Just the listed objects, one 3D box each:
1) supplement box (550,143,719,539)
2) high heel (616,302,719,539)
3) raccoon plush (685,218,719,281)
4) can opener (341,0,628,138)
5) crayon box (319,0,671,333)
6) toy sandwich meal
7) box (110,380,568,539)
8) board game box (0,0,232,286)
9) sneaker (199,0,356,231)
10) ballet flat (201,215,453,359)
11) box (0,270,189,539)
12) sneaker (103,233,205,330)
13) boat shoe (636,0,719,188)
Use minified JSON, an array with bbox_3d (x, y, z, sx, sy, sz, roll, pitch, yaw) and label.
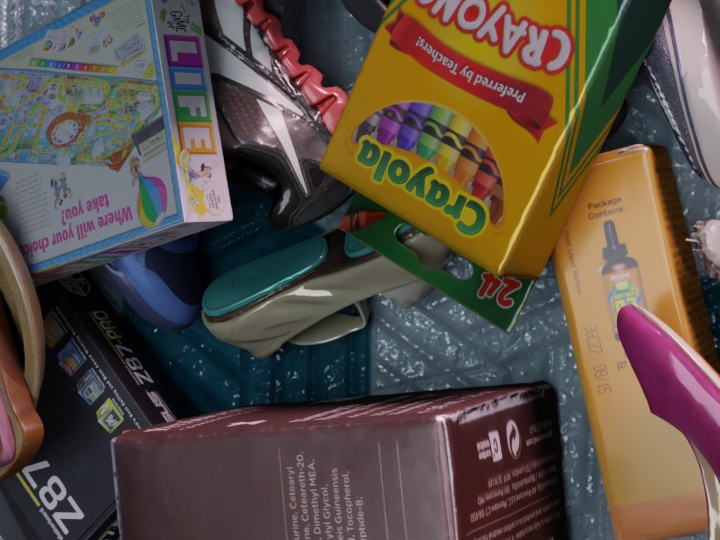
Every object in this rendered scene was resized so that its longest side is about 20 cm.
[{"bbox_3d":[0.150,0.037,0.880,0.066,0.069,0.202,-13,91,24],"label":"supplement box"},{"bbox_3d":[0.164,0.116,0.812,0.096,0.067,0.201,-37,96,7],"label":"high heel"},{"bbox_3d":[0.215,0.055,0.841,0.133,0.096,0.202,28,106,28],"label":"raccoon plush"},{"bbox_3d":[0.058,-0.131,0.925,0.200,0.053,0.067,46,143,14],"label":"can opener"},{"bbox_3d":[0.062,-0.084,0.845,0.126,0.051,0.202,31,105,29],"label":"crayon box"},{"bbox_3d":[-0.262,0.036,0.990,0.204,0.070,0.207,18,119,37],"label":"toy sandwich meal"},{"bbox_3d":[-0.004,0.155,0.904,0.198,0.166,0.166,-6,90,25],"label":"box"},{"bbox_3d":[-0.156,-0.073,0.943,0.199,0.034,0.136,-15,82,45],"label":"board game box"},{"bbox_3d":[-0.074,-0.104,0.937,0.098,0.071,0.201,-41,90,-15],"label":"sneaker"},{"bbox_3d":[0.000,0.000,0.954,0.199,0.069,0.070,-24,85,27],"label":"ballet flat"},{"bbox_3d":[-0.209,0.084,1.056,0.161,0.049,0.201,-45,71,24],"label":"box"},{"bbox_3d":[-0.118,-0.065,0.993,0.081,0.074,0.202,-12,91,23],"label":"sneaker"},{"bbox_3d":[0.142,-0.130,0.871,0.092,0.074,0.202,-18,79,32],"label":"boat shoe"}]
